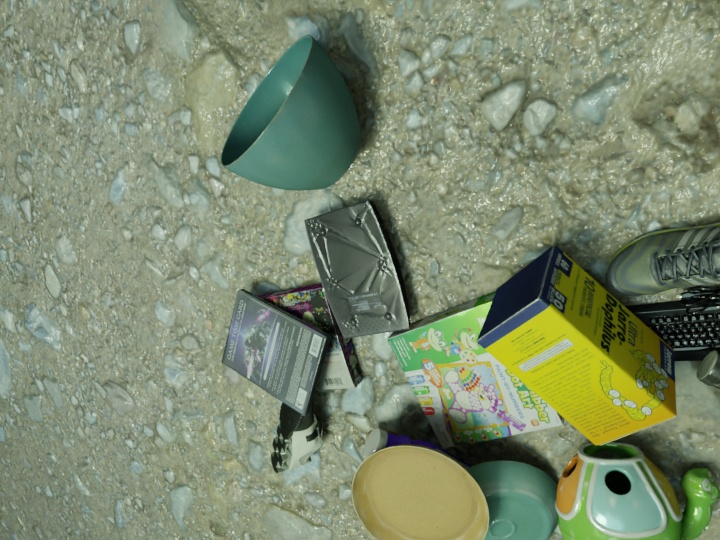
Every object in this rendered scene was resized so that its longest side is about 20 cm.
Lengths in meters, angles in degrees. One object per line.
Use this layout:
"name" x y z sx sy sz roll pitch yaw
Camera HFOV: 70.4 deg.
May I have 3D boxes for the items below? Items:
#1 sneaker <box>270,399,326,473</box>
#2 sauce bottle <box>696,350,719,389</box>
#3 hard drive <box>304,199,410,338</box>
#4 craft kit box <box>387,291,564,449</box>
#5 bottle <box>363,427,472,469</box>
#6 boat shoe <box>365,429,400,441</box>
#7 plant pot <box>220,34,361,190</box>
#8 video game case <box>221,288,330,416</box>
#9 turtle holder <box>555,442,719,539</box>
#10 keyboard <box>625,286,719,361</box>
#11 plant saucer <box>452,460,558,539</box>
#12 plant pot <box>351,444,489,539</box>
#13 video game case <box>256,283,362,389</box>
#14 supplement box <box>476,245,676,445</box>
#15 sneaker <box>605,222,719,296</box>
"sneaker" -0.101 0.281 0.927 0.074 0.088 0.202 58 138 46
"sauce bottle" 0.487 0.156 0.569 0.199 0.065 0.065 31 120 18
"hard drive" 0.000 0.000 0.787 0.134 0.042 0.202 -13 101 31
"craft kit box" 0.166 0.152 0.754 0.196 0.048 0.201 -26 95 30
"bottle" 0.098 0.310 0.791 0.199 0.065 0.084 33 106 -14
"boat shoe" 0.086 0.343 0.859 0.201 0.071 0.064 52 158 -6
"plant pot" -0.078 -0.188 0.694 0.134 0.202 0.199 33 129 -30
"video game case" -0.149 0.135 0.867 0.199 0.019 0.144 24 105 28
"turtle holder" 0.347 0.299 0.653 0.184 0.140 0.133 -6 88 39
"keyboard" 0.409 0.063 0.591 0.198 0.040 0.105 -10 104 30
"plant saucer" 0.208 0.374 0.764 0.197 0.036 0.202 0 114 0
"plant pot" 0.085 0.331 0.734 0.198 0.027 0.202 6 110 17
"video game case" -0.109 0.123 0.895 0.198 0.036 0.183 -11 102 31
"supplement box" 0.258 0.090 0.611 0.200 0.109 0.110 40 135 -3
"sneaker" 0.370 -0.017 0.553 0.199 0.081 0.075 -20 87 30
